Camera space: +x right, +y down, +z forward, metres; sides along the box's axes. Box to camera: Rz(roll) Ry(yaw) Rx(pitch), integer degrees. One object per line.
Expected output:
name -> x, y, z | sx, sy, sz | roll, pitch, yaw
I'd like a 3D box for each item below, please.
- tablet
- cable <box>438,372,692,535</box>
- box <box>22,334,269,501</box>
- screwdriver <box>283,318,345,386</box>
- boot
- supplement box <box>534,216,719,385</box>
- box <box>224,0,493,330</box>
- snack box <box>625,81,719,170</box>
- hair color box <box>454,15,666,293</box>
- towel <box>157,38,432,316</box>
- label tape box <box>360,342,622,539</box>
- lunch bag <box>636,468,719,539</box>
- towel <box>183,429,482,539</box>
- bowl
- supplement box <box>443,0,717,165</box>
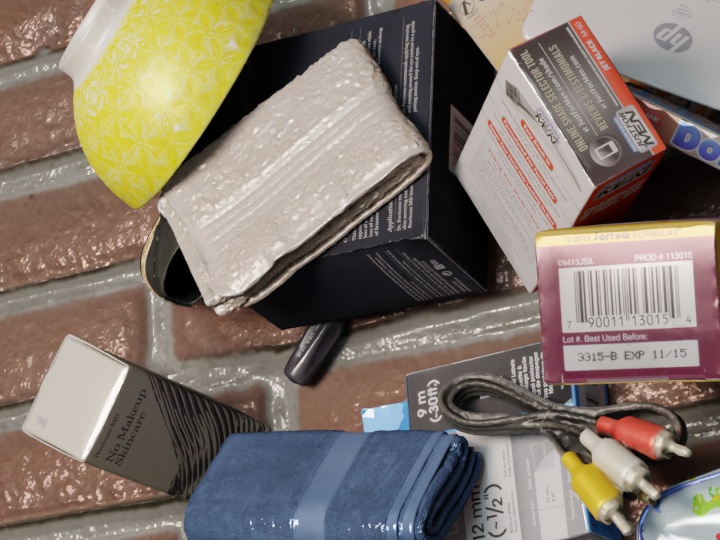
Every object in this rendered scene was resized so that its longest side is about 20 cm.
tablet -> 0.222, -0.172, 1.643 | 0.199, 0.014, 0.131 | 20, 51, 7
cable -> 0.140, 0.101, 1.594 | 0.199, 0.050, 0.097 | 32, 73, 36
box -> -0.157, 0.118, 1.753 | 0.068, 0.200, 0.083 | 24, 88, 33
screwdriver -> 0.000, 0.000, 1.807 | 0.201, 0.028, 0.029 | -60, 27, -5
boot -> -0.109, -0.065, 1.815 | 0.077, 0.138, 0.201 | 15, 94, -10
supplement box -> 0.214, 0.017, 1.554 | 0.130, 0.200, 0.104 | -4, 91, 31
box -> -0.003, -0.077, 1.765 | 0.181, 0.104, 0.201 | -10, 62, 27
snack box -> 0.261, -0.076, 1.596 | 0.199, 0.072, 0.024 | 27, 103, 10
hair color box -> 0.132, -0.075, 1.605 | 0.064, 0.200, 0.111 | -27, 76, -16
towel -> -0.052, -0.069, 1.705 | 0.200, 0.034, 0.133 | -38, 53, 11
label tape box -> 0.081, 0.142, 1.687 | 0.199, 0.066, 0.144 | -14, 69, 25
lunch bag -> 0.271, 0.224, 1.537 | 0.160, 0.082, 0.201 | -24, 65, 22
towel -> -0.021, 0.160, 1.652 | 0.199, 0.049, 0.112 | -2, 34, 30
bowl -> -0.163, -0.158, 1.780 | 0.201, 0.107, 0.200 | -54, 14, 20
supplement box -> 0.166, -0.167, 1.723 | 0.126, 0.073, 0.200 | -43, 59, 13
